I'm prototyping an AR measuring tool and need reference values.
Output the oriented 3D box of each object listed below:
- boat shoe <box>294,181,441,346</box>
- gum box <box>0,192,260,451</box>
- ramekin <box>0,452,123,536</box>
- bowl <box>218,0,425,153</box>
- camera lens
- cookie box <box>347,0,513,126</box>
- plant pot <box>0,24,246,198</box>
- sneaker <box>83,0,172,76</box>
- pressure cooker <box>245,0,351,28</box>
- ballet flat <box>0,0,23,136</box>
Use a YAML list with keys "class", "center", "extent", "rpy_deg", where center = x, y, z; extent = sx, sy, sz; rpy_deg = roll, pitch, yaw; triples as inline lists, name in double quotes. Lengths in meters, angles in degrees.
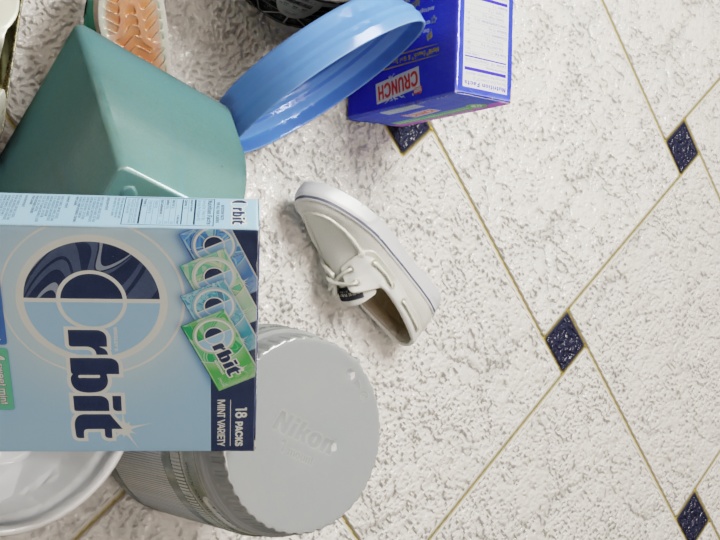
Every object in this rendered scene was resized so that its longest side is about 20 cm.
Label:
- class: "boat shoe"
  center: [0.000, 0.000, 1.076]
  extent: [0.200, 0.071, 0.070]
  rpy_deg: [48, 58, -35]
- class: "gum box"
  center: [-0.164, 0.036, 0.715]
  extent: [0.199, 0.045, 0.171]
  rpy_deg: [1, 121, -5]
- class: "ramekin"
  center: [-0.272, 0.085, 0.828]
  extent: [0.199, 0.105, 0.201]
  rpy_deg: [1, 88, -38]
- class: "bowl"
  center: [-0.037, -0.171, 0.973]
  extent: [0.200, 0.200, 0.039]
  rpy_deg: [-33, 89, -35]
- class: "camera lens"
  center: [-0.101, 0.122, 0.903]
  extent: [0.159, 0.200, 0.161]
  rpy_deg: [1, 88, -38]
- class: "cookie box"
  center: [0.063, -0.247, 1.068]
  extent: [0.075, 0.171, 0.201]
  rpy_deg: [4, 87, -35]
- class: "plant pot"
  center: [-0.165, -0.057, 0.814]
  extent: [0.141, 0.200, 0.142]
  rpy_deg: [27, 104, -29]
- class: "sneaker"
  center: [-0.190, -0.148, 0.928]
  extent: [0.071, 0.080, 0.201]
  rpy_deg: [-7, 114, -23]
- class: "pressure cooker"
  center: [-0.031, -0.309, 0.953]
  extent: [0.175, 0.200, 0.179]
  rpy_deg: [-33, 97, -16]
- class: "ballet flat"
  center: [-0.284, -0.158, 0.845]
  extent: [0.068, 0.075, 0.201]
  rpy_deg: [14, 80, -38]
